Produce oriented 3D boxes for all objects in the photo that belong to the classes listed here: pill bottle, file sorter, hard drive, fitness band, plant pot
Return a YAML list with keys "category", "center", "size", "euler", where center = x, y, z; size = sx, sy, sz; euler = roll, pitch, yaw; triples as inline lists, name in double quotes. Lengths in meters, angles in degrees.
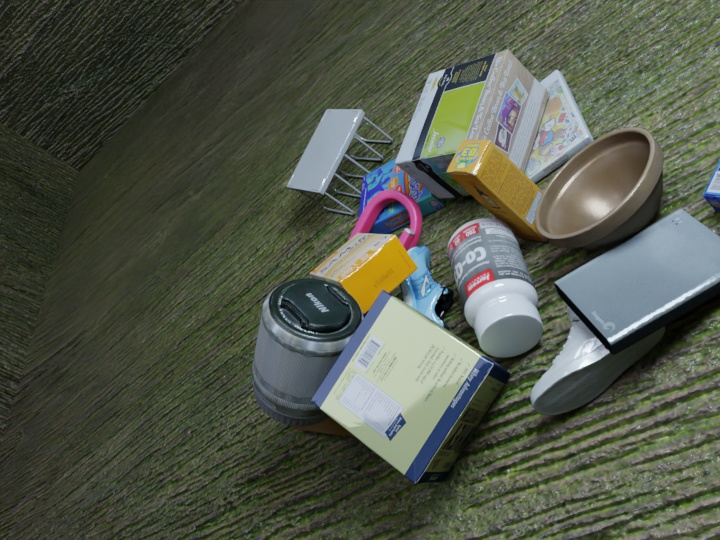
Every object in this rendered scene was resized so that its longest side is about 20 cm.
- category: "pill bottle"
  center: [0.206, 0.025, 1.159]
  size: [0.114, 0.114, 0.201]
  euler: [-38, 38, 26]
- category: "file sorter"
  center: [-0.040, -0.236, 1.664]
  size: [0.138, 0.124, 0.201]
  euler: [16, 77, 54]
- category: "hard drive"
  center: [0.371, 0.012, 0.975]
  size: [0.199, 0.033, 0.140]
  euler: [-31, 37, 1]
- category: "fitness band"
  center: [0.040, -0.058, 1.455]
  size: [0.144, 0.037, 0.201]
  euler: [42, 109, 41]
- category: "plant pot"
  center: [0.354, -0.097, 1.072]
  size: [0.201, 0.093, 0.201]
  euler: [-41, 22, 20]

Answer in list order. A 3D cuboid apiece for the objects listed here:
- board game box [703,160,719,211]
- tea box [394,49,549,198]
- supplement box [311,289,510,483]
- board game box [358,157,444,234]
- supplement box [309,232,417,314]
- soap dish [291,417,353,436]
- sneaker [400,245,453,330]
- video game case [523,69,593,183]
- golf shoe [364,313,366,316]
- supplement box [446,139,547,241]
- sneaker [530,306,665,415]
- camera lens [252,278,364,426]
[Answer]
- category: "board game box"
  center: [0.544, -0.135, 0.914]
  size: [0.200, 0.045, 0.153]
  euler: [19, 78, 55]
- category: "tea box"
  center: [0.197, -0.251, 1.335]
  size: [0.196, 0.133, 0.201]
  euler: [-1, 62, 52]
- category: "supplement box"
  center: [0.076, 0.173, 1.115]
  size: [0.199, 0.134, 0.201]
  euler: [33, 91, 25]
- category: "board game box"
  center: [0.083, -0.161, 1.522]
  size: [0.199, 0.045, 0.153]
  euler: [-25, 46, 38]
- category: "supplement box"
  center: [0.000, 0.000, 1.314]
  size: [0.126, 0.074, 0.200]
  euler: [-40, 14, -13]
- category: "soap dish"
  center: [-0.053, 0.212, 1.363]
  size: [0.199, 0.081, 0.158]
  euler: [-8, 58, 50]
- category: "sneaker"
  center: [0.121, 0.042, 1.309]
  size: [0.089, 0.078, 0.201]
  euler: [-15, 53, 20]
- category: "video game case"
  center: [0.302, -0.238, 1.330]
  size: [0.182, 0.023, 0.201]
  euler: [-36, 40, 28]
- category: "golf shoe"
  center: [0.052, 0.151, 1.269]
  size: [0.077, 0.088, 0.202]
  euler: [-2, 95, 35]
- category: "supplement box"
  center: [0.226, -0.122, 1.175]
  size: [0.066, 0.200, 0.069]
  euler: [15, 75, 54]
- category: "sneaker"
  center: [0.300, 0.102, 1.027]
  size: [0.200, 0.074, 0.116]
  euler: [-39, 36, 9]
- category: "camera lens"
  center: [-0.086, 0.126, 1.197]
  size: [0.160, 0.159, 0.201]
  euler: [-108, 27, -49]
